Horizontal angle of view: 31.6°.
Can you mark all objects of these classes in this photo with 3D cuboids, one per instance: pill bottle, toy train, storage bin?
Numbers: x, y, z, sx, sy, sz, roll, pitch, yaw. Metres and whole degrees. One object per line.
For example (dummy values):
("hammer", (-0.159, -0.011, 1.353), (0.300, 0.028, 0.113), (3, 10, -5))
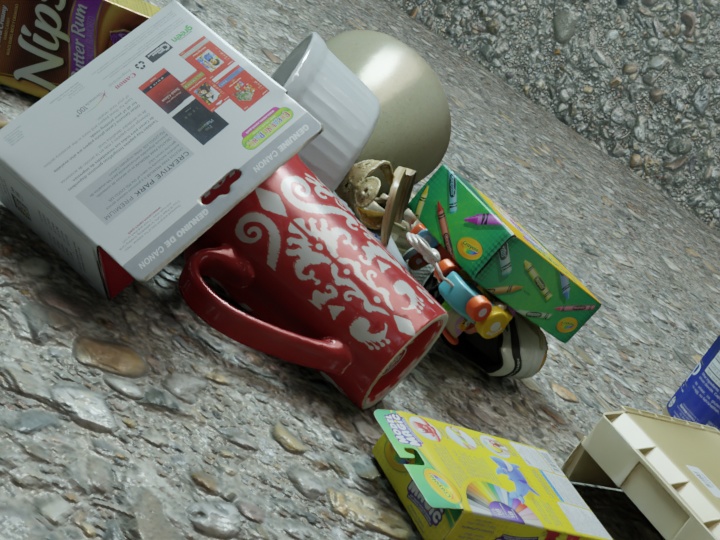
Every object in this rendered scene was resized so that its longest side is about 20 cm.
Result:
("pill bottle", (0.444, 0.129, 1.452), (0.119, 0.201, 0.120), (30, 18, -11))
("toy train", (0.079, 0.012, 1.220), (0.150, 0.056, 0.200), (43, 10, 2))
("storage bin", (0.308, 0.229, 1.141), (0.197, 0.094, 0.200), (16, 26, -42))

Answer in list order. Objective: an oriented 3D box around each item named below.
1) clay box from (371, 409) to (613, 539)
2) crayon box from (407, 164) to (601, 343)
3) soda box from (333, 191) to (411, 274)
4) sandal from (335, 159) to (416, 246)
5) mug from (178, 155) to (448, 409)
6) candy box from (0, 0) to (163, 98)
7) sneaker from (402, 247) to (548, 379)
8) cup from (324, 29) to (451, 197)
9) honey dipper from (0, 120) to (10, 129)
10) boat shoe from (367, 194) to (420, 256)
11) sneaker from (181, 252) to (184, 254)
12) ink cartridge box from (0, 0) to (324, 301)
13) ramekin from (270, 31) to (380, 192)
("clay box", (0.094, 0.174, 0.987), (0.199, 0.048, 0.115), (18, 23, -36))
("crayon box", (0.143, -0.013, 1.247), (0.200, 0.058, 0.119), (32, 14, -50))
("soda box", (0.000, 0.000, 1.245), (0.068, 0.064, 0.200), (26, 20, -27))
("sandal", (0.009, -0.075, 1.264), (0.069, 0.078, 0.212), (16, 10, 5))
("mug", (-0.048, 0.024, 1.062), (0.200, 0.177, 0.134), (42, -24, 13))
("candy box", (-0.281, -0.222, 1.222), (0.199, 0.117, 0.057), (19, 24, -24))
("sneaker", (0.104, 0.036, 1.314), (0.200, 0.076, 0.087), (40, 26, 31))
("cup", (-0.014, -0.155, 1.466), (0.200, 0.201, 0.143), (35, 44, 7))
("honey dipper", (-0.233, -0.110, 1.072), (0.198, 0.038, 0.038), (9, 17, 7))
("boat shoe", (0.046, -0.056, 1.462), (0.072, 0.065, 0.200), (40, 19, 20))
("sneaker", (-0.202, -0.092, 1.121), (0.199, 0.073, 0.112), (37, 19, 10))
("ink cartridge box", (-0.154, -0.082, 0.980), (0.175, 0.200, 0.084), (40, -25, 18))
("ramekin", (-0.069, -0.122, 1.239), (0.097, 0.201, 0.201), (37, 17, -13))
